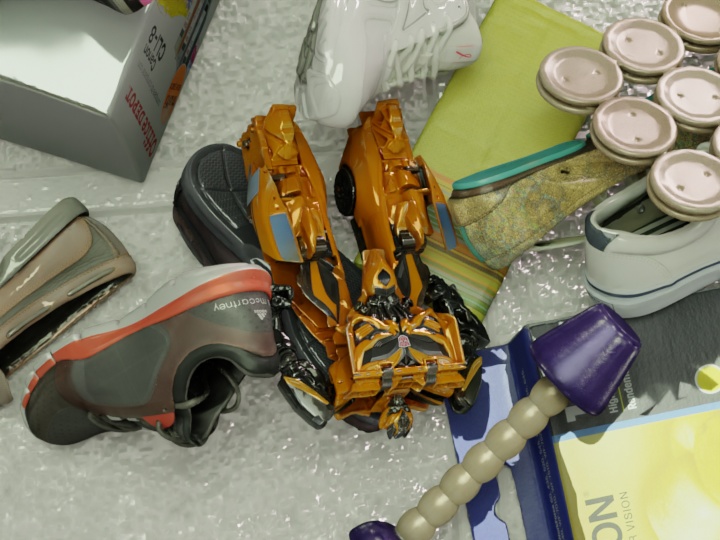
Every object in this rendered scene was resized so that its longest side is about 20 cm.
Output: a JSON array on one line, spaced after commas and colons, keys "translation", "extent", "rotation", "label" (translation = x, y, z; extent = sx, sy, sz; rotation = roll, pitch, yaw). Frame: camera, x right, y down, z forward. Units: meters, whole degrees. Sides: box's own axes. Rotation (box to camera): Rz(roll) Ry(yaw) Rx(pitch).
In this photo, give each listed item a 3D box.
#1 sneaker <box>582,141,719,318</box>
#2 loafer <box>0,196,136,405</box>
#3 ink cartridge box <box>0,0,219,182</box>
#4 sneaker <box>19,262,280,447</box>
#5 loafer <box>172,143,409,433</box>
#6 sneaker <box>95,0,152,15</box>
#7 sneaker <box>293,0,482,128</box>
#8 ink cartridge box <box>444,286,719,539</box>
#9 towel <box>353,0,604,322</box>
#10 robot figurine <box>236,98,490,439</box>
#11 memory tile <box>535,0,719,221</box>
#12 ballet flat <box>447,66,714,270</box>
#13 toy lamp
[{"translation": [0.218, -0.042, 1.566], "extent": [0.200, 0.071, 0.073], "rotation": [-30, 50, -16], "label": "sneaker"}, {"translation": [-0.215, 0.047, 1.594], "extent": [0.063, 0.072, 0.200], "rotation": [40, 78, 5], "label": "loafer"}, {"translation": [-0.167, -0.179, 1.608], "extent": [0.144, 0.145, 0.201], "rotation": [20, 78, 9], "label": "ink cartridge box"}, {"translation": [-0.121, 0.069, 1.530], "extent": [0.200, 0.077, 0.082], "rotation": [-34, 66, 40], "label": "sneaker"}, {"translation": [-0.042, 0.016, 1.601], "extent": [0.072, 0.063, 0.200], "rotation": [-30, 78, -35], "label": "loafer"}, {"translation": [-0.206, -0.179, 1.499], "extent": [0.199, 0.074, 0.088], "rotation": [29, 79, 17], "label": "sneaker"}, {"translation": [0.023, -0.141, 1.580], "extent": [0.099, 0.078, 0.200], "rotation": [21, 36, 0], "label": "sneaker"}, {"translation": [0.159, 0.119, 1.560], "extent": [0.199, 0.047, 0.198], "rotation": [-12, 75, -1], "label": "ink cartridge box"}, {"translation": [0.078, -0.069, 1.630], "extent": [0.086, 0.018, 0.200], "rotation": [27, 78, 7], "label": "towel"}, {"translation": [0.000, 0.000, 1.553], "extent": [0.144, 0.058, 0.201], "rotation": [-5, 65, -25], "label": "robot figurine"}, {"translation": [0.213, -0.106, 1.570], "extent": [0.200, 0.017, 0.153], "rotation": [-26, 55, -29], "label": "memory tile"}, {"translation": [0.145, -0.057, 1.593], "extent": [0.199, 0.071, 0.071], "rotation": [-25, 74, -18], "label": "ballet flat"}, {"translation": [0.078, 0.099, 1.534], "extent": [0.200, 0.058, 0.058], "rotation": [-44, 76, 10], "label": "toy lamp"}]
